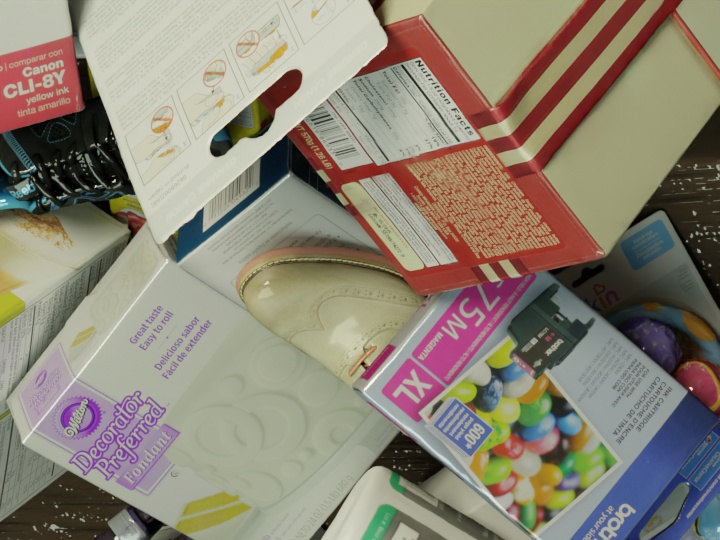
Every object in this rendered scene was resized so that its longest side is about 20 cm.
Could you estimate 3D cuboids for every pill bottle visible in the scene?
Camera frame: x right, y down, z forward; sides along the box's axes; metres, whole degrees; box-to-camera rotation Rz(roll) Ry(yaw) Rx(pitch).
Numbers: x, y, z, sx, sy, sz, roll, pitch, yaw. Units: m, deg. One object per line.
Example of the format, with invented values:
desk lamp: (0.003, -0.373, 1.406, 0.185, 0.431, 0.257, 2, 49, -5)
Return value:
pill bottle: (0.064, 0.213, 1.505, 0.200, 0.113, 0.113, 32, 133, -1)

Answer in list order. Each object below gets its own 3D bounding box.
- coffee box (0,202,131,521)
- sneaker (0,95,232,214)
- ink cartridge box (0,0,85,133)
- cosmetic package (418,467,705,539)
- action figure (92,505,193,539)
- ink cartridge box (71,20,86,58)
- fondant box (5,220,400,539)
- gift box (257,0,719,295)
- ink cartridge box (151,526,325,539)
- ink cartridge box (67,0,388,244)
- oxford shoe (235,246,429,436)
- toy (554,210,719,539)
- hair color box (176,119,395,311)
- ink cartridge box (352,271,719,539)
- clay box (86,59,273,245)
coffee box: (-0.287, 0.039, 1.567, 0.200, 0.198, 0.200, 32, 134, 21)
sneaker: (-0.155, -0.061, 1.448, 0.200, 0.082, 0.073, -6, 121, 44)
ink cartridge box: (-0.216, -0.190, 1.335, 0.083, 0.145, 0.200, -16, 125, -16)
cosmetic package: (0.120, 0.150, 1.564, 0.108, 0.085, 0.200, 39, 131, -12)
action figure: (-0.092, 0.132, 1.639, 0.200, 0.069, 0.130, -45, 69, 14)
ink cartridge box: (-0.130, -0.217, 1.393, 0.099, 0.039, 0.200, 3, 102, 23)
fondant box: (-0.089, 0.082, 1.519, 0.200, 0.058, 0.144, 33, 103, -29)
gift box: (0.067, -0.117, 1.317, 0.200, 0.187, 0.185, -5, 128, 52)
ink cartridge box: (-0.107, 0.257, 1.678, 0.147, 0.200, 0.083, -19, 119, 35)
ink cartridge box: (-0.060, -0.123, 1.284, 0.162, 0.200, 0.050, -40, 140, 19)
oxford shoe: (0.021, 0.048, 1.422, 0.200, 0.074, 0.071, 22, 130, -21)
toy: (0.178, 0.081, 1.444, 0.115, 0.047, 0.200, -31, 102, -6)
hair color box: (0.000, 0.000, 1.469, 0.200, 0.061, 0.100, 34, 126, -29)
ink cartridge box: (0.110, 0.084, 1.392, 0.200, 0.119, 0.042, 40, 176, -8)
clay box: (-0.096, -0.070, 1.504, 0.115, 0.048, 0.200, 17, 139, 20)
